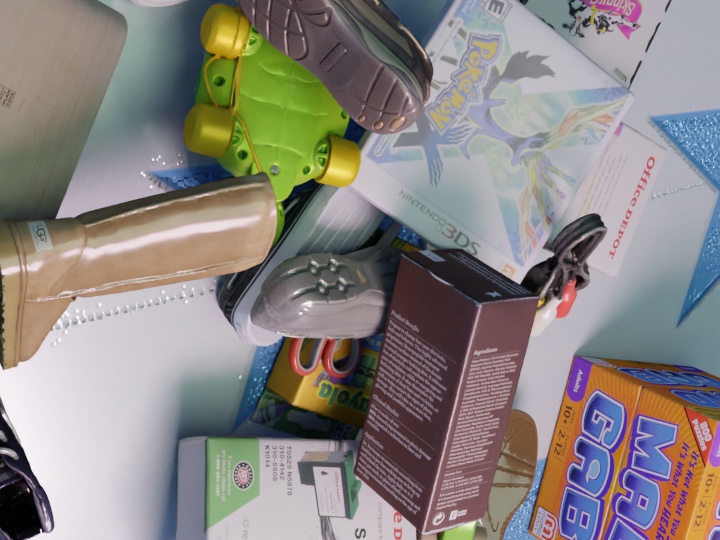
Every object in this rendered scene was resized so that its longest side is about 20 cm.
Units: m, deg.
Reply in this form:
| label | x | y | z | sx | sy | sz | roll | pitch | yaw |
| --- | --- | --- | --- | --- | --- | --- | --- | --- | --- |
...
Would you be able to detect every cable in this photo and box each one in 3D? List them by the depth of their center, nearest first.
| label | x | y | z | sx | sy | sz | roll | pitch | yaw |
| --- | --- | --- | --- | --- | --- | --- | --- | --- | --- |
| cable | 0.179 | 0.007 | 1.137 | 0.096 | 0.200 | 0.051 | -16 | 75 | -21 |

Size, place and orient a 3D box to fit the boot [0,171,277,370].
| label | x | y | z | sx | sy | sz | roll | pitch | yaw |
| --- | --- | --- | --- | --- | --- | --- | --- | --- | --- |
| boot | -0.170 | 0.003 | 0.972 | 0.198 | 0.175 | 0.067 | -12 | 70 | -24 |

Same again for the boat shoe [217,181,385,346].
| label | x | y | z | sx | sy | sz | roll | pitch | yaw |
| --- | --- | --- | --- | --- | --- | --- | --- | --- | --- |
| boat shoe | -0.049 | -0.033 | 1.111 | 0.200 | 0.071 | 0.072 | -49 | 140 | -7 |

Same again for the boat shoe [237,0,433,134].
| label | x | y | z | sx | sy | sz | roll | pitch | yaw |
| --- | --- | --- | --- | --- | --- | --- | --- | --- | --- |
| boat shoe | -0.023 | -0.190 | 0.984 | 0.200 | 0.074 | 0.073 | 49 | 42 | -11 |

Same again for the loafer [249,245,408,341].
| label | x | y | z | sx | sy | sz | roll | pitch | yaw |
| --- | --- | --- | --- | --- | --- | --- | --- | --- | --- |
| loafer | -0.007 | 0.021 | 1.092 | 0.198 | 0.070 | 0.071 | 4 | 59 | -46 |

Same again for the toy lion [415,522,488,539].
| label | x | y | z | sx | sy | sz | roll | pitch | yaw |
| --- | --- | --- | --- | --- | --- | --- | --- | --- | --- |
| toy lion | 0.087 | 0.146 | 1.205 | 0.068 | 0.201 | 0.194 | 8 | 114 | -5 |

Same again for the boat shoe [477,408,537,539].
| label | x | y | z | sx | sy | sz | roll | pitch | yaw |
| --- | --- | --- | --- | --- | --- | --- | --- | --- | --- |
| boat shoe | 0.118 | 0.232 | 1.337 | 0.073 | 0.063 | 0.202 | 21 | 89 | -21 |

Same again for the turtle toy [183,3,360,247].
| label | x | y | z | sx | sy | sz | roll | pitch | yaw |
| --- | --- | --- | --- | --- | --- | --- | --- | --- | --- |
| turtle toy | -0.076 | -0.109 | 1.040 | 0.144 | 0.101 | 0.203 | 12 | 85 | -24 |

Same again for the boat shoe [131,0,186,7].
| label | x | y | z | sx | sy | sz | roll | pitch | yaw |
| --- | --- | --- | --- | --- | --- | --- | --- | --- | --- |
| boat shoe | -0.089 | -0.256 | 1.011 | 0.199 | 0.069 | 0.072 | -33 | 122 | -23 |

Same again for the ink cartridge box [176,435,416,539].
| label | x | y | z | sx | sy | sz | roll | pitch | yaw |
| --- | --- | --- | --- | --- | --- | --- | --- | --- | --- |
| ink cartridge box | -0.052 | 0.217 | 1.136 | 0.197 | 0.084 | 0.148 | 4 | 78 | -27 |

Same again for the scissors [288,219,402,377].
| label | x | y | z | sx | sy | sz | roll | pitch | yaw |
| --- | --- | --- | --- | --- | --- | --- | --- | --- | --- |
| scissors | 0.000 | 0.000 | 1.132 | 0.073 | 0.014 | 0.202 | 22 | 92 | -36 |

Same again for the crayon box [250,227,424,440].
| label | x | y | z | sx | sy | sz | roll | pitch | yaw |
| --- | --- | --- | --- | --- | --- | --- | --- | --- | --- |
| crayon box | -0.001 | 0.066 | 1.194 | 0.125 | 0.051 | 0.202 | 23 | 91 | -39 |

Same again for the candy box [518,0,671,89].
| label | x | y | z | sx | sy | sz | roll | pitch | yaw |
| --- | --- | --- | --- | --- | --- | --- | --- | --- | --- |
| candy box | 0.217 | -0.290 | 1.222 | 0.167 | 0.071 | 0.202 | 28 | 87 | -39 |

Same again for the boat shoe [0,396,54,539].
| label | x | y | z | sx | sy | sz | roll | pitch | yaw |
| --- | --- | --- | --- | --- | --- | --- | --- | --- | --- |
| boat shoe | -0.282 | 0.116 | 0.976 | 0.074 | 0.092 | 0.202 | -35 | 123 | -22 |

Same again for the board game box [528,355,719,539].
| label | x | y | z | sx | sy | sz | roll | pitch | yaw |
| --- | --- | --- | --- | --- | --- | --- | --- | --- | --- |
| board game box | 0.332 | 0.220 | 1.393 | 0.198 | 0.199 | 0.203 | 7 | 100 | -37 |

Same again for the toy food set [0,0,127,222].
| label | x | y | z | sx | sy | sz | roll | pitch | yaw |
| --- | --- | --- | --- | --- | --- | --- | --- | --- | --- |
| toy food set | -0.263 | -0.124 | 0.942 | 0.143 | 0.060 | 0.202 | 25 | 81 | -38 |

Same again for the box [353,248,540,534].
| label | x | y | z | sx | sy | sz | roll | pitch | yaw |
| --- | --- | --- | --- | --- | --- | --- | --- | --- | --- |
| box | 0.065 | 0.094 | 1.066 | 0.074 | 0.100 | 0.203 | -6 | 118 | -37 |

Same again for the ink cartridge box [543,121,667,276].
| label | x | y | z | sx | sy | sz | roll | pitch | yaw |
| --- | --- | --- | --- | --- | --- | --- | --- | --- | --- |
| ink cartridge box | 0.171 | -0.089 | 1.220 | 0.199 | 0.125 | 0.130 | 23 | 91 | -38 |

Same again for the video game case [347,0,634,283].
| label | x | y | z | sx | sy | sz | roll | pitch | yaw |
| --- | --- | --- | --- | --- | --- | --- | --- | --- | --- |
| video game case | 0.106 | -0.110 | 1.090 | 0.181 | 0.022 | 0.201 | 33 | 88 | -20 |
